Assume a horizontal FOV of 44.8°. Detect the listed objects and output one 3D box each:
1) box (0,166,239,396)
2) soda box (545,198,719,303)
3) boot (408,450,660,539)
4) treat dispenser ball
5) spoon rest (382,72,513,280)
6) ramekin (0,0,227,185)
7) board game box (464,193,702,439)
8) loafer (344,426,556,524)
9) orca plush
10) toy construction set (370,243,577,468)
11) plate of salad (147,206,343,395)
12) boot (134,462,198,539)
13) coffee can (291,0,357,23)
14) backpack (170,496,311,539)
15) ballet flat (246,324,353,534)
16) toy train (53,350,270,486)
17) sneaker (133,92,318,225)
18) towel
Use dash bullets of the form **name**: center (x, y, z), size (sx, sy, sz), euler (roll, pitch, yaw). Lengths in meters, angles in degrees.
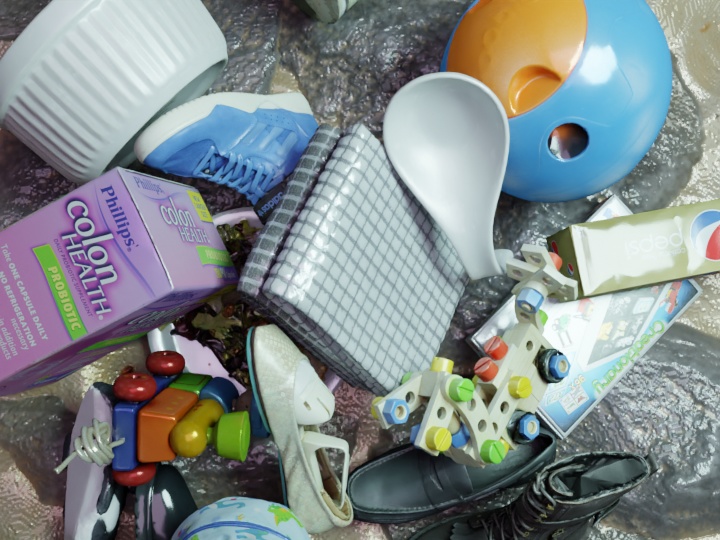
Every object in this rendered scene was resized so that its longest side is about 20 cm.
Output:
- **box**: center (-0.220, 0.015, 0.691), size (0.198, 0.176, 0.098), euler (-28, 87, 6)
- **soda box**: center (0.275, -0.021, 0.790), size (0.197, 0.068, 0.065), euler (-11, 84, -7)
- **boot**: center (0.131, 0.203, 0.725), size (0.197, 0.175, 0.070), euler (-14, 60, -15)
- **treat dispenser ball**: center (0.168, -0.161, 0.762), size (0.197, 0.201, 0.204), euler (1, 83, -6)
- **spoon rest**: center (0.083, -0.068, 0.706), size (0.098, 0.061, 0.202), euler (-12, 127, 18)
- **ramekin**: center (-0.202, -0.161, 0.729), size (0.200, 0.200, 0.105), euler (-45, 99, -9)
- **board game box**: center (0.212, 0.043, 0.827), size (0.200, 0.035, 0.126), euler (-43, 89, -9)
- **loafer**: center (0.079, 0.174, 0.775), size (0.197, 0.071, 0.069), euler (-12, 66, -8)
- **orca plush**: center (-0.208, 0.198, 0.748), size (0.070, 0.105, 0.204), euler (6, 78, -37)
- **toy construction set**: center (0.109, 0.078, 0.723), size (0.131, 0.092, 0.201), euler (44, 79, -23)
- **plate of salad**: center (-0.095, 0.041, 0.788), size (0.197, 0.048, 0.204), euler (1, 84, -6)
- **boot**: center (-0.100, 0.254, 0.747), size (0.165, 0.076, 0.204), euler (-6, 91, -3)
- **coffee can**: center (0.001, -0.348, 0.793), size (0.200, 0.146, 0.146), euler (-44, 89, -9)
- **backpack**: center (-0.089, 0.272, 0.649), size (0.160, 0.154, 0.203), euler (-5, 118, 6)
- **ballet flat**: center (-0.043, 0.128, 0.716), size (0.061, 0.068, 0.203), euler (-4, 117, 13)
- **toy train**: center (-0.137, 0.127, 0.676), size (0.114, 0.200, 0.086), euler (4, 100, 6)
- **sneaker**: center (-0.093, -0.086, 0.746), size (0.076, 0.199, 0.112), euler (-32, 83, 35)
- **towel**: center (0.000, 0.000, 0.740), size (0.200, 0.085, 0.167), euler (45, 61, -40)
